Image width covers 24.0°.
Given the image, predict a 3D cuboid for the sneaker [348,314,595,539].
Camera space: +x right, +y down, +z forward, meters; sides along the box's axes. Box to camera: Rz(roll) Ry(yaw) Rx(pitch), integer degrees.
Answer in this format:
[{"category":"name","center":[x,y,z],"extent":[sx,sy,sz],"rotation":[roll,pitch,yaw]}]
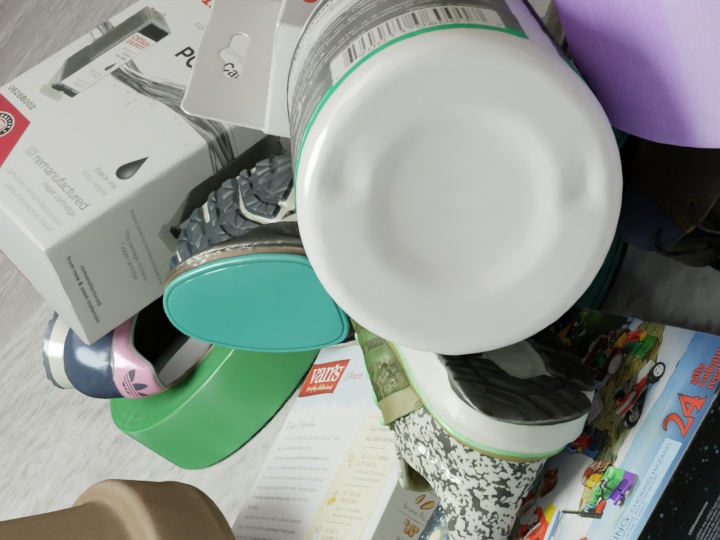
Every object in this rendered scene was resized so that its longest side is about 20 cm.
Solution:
[{"category":"sneaker","center":[0.022,0.042,0.679],"extent":[0.200,0.076,0.090],"rotation":[-123,45,-61]}]

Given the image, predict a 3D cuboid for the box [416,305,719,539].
[{"category":"box","center":[0.069,0.112,0.634],"extent":[0.201,0.038,0.136],"rotation":[-59,22,-8]}]

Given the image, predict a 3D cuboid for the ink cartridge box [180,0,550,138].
[{"category":"ink cartridge box","center":[0.018,-0.118,0.840],"extent":[0.116,0.198,0.068],"rotation":[-82,2,-48]}]

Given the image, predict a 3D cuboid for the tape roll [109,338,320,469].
[{"category":"tape roll","center":[-0.078,0.024,1.045],"extent":[0.200,0.048,0.201],"rotation":[-44,24,26]}]

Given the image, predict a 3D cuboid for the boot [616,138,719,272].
[{"category":"boot","center":[0.157,-0.027,0.640],"extent":[0.200,0.074,0.098],"rotation":[-118,45,-63]}]

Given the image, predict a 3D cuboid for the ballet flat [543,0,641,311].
[{"category":"ballet flat","center":[0.092,-0.046,0.752],"extent":[0.064,0.067,0.202],"rotation":[-142,71,-81]}]

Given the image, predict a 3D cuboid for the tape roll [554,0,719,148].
[{"category":"tape roll","center":[0.166,-0.122,0.606],"extent":[0.198,0.066,0.201],"rotation":[-17,27,9]}]

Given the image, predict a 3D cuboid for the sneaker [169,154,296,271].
[{"category":"sneaker","center":[-0.015,-0.027,0.924],"extent":[0.200,0.086,0.078],"rotation":[-40,45,3]}]

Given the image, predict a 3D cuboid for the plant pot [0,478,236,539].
[{"category":"plant pot","center":[-0.159,0.190,0.735],"extent":[0.200,0.173,0.203],"rotation":[-20,67,58]}]

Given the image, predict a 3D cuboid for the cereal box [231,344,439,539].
[{"category":"cereal box","center":[-0.016,0.127,0.787],"extent":[0.143,0.039,0.201],"rotation":[-8,51,62]}]

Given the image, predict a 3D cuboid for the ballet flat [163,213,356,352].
[{"category":"ballet flat","center":[0.000,0.000,0.837],"extent":[0.198,0.069,0.069],"rotation":[-3,34,22]}]

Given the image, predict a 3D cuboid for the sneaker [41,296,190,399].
[{"category":"sneaker","center":[-0.105,-0.002,1.015],"extent":[0.081,0.070,0.201],"rotation":[11,57,31]}]

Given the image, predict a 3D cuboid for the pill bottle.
[{"category":"pill bottle","center":[0.028,-0.057,0.647],"extent":[0.113,0.113,0.200],"rotation":[-49,16,14]}]

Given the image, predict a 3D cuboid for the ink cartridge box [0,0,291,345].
[{"category":"ink cartridge box","center":[-0.123,-0.074,0.981],"extent":[0.199,0.083,0.147],"rotation":[-36,49,-17]}]
